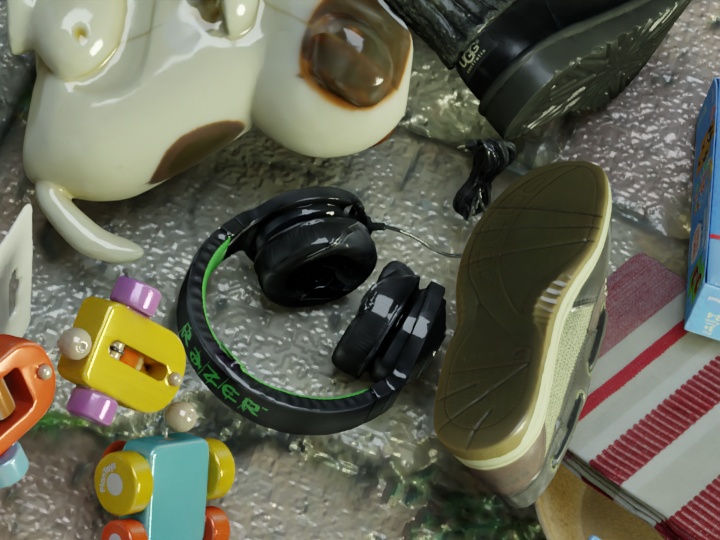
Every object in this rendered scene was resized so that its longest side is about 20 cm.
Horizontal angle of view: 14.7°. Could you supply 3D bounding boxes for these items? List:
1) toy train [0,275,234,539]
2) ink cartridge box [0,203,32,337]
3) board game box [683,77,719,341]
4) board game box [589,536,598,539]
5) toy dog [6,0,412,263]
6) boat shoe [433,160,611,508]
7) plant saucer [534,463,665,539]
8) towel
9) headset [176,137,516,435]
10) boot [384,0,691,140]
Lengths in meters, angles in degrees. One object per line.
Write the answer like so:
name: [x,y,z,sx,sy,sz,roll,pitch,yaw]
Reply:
toy train: [-0.138,0.086,1.308,0.056,0.200,0.150,13,51,41]
ink cartridge box: [-0.229,0.058,1.310,0.068,0.115,0.200,23,56,9]
board game box: [0.252,-0.017,1.490,0.151,0.037,0.200,18,37,-3]
board game box: [0.167,0.216,1.288,0.200,0.151,0.037,29,58,5]
toy dog: [-0.073,-0.108,1.415,0.200,0.140,0.194,-3,66,2]
boat shoe: [0.086,0.031,1.387,0.072,0.066,0.201,-4,43,24]
plant saucer: [0.185,0.120,1.405,0.200,0.035,0.200,0,46,0]
towel: [0.175,0.078,1.407,0.200,0.023,0.144,35,52,27]
headset: [0.000,0.000,1.418,0.200,0.094,0.124,-33,72,-36]
boot: [0.083,-0.164,1.511,0.158,0.079,0.211,46,31,13]
